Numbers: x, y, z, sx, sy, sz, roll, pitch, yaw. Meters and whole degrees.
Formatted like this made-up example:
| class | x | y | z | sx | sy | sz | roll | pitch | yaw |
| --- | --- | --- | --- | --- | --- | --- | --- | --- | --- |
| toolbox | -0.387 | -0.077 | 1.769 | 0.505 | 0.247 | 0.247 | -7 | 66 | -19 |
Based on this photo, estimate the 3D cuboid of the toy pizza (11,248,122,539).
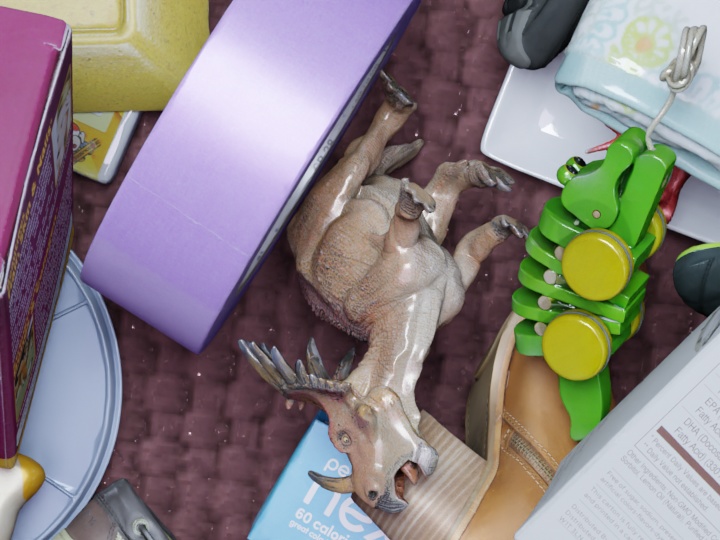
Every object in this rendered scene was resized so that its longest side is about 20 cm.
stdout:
| class | x | y | z | sx | sy | sz | roll | pitch | yaw |
| --- | --- | --- | --- | --- | --- | --- | --- | --- | --- |
| toy pizza | -0.213 | 0.055 | 1.377 | 0.199 | 0.032 | 0.201 | 0 | 92 | 1 |

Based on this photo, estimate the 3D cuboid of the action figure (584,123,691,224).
| class | x | y | z | sx | sy | sz | roll | pitch | yaw |
| --- | --- | --- | --- | --- | --- | --- | --- | --- | --- |
| action figure | 0.171 | -0.024 | 1.320 | 0.099 | 0.065 | 0.201 | -31 | 92 | -6 |

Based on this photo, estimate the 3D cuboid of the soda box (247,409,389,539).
| class | x | y | z | sx | sy | sz | roll | pitch | yaw |
| --- | --- | --- | --- | --- | --- | --- | --- | --- | --- |
| soda box | 0.049 | 0.145 | 1.357 | 0.199 | 0.064 | 0.068 | 31 | 93 | 1 |

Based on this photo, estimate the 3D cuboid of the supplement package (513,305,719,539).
| class | x | y | z | sx | sy | sz | roll | pitch | yaw |
| --- | --- | --- | --- | --- | --- | --- | --- | --- | --- |
| supplement package | 0.178 | 0.070 | 1.184 | 0.117 | 0.117 | 0.200 | 45 | 108 | 2 |

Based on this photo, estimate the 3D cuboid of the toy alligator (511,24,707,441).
| class | x | y | z | sx | sy | sz | roll | pitch | yaw |
| --- | --- | --- | --- | --- | --- | --- | --- | --- | --- |
| toy alligator | 0.101 | -0.021 | 1.241 | 0.054 | 0.059 | 0.201 | 20 | 117 | 16 |

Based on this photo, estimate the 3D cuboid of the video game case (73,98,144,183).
| class | x | y | z | sx | sy | sz | roll | pitch | yaw |
| --- | --- | --- | --- | --- | --- | --- | --- | --- | --- |
| video game case | -0.163 | -0.168 | 1.370 | 0.181 | 0.023 | 0.201 | 24 | 92 | 1 |

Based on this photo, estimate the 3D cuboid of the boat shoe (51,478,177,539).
| class | x | y | z | sx | sy | sz | roll | pitch | yaw |
| --- | --- | --- | --- | --- | --- | --- | --- | --- | --- |
| boat shoe | -0.059 | 0.178 | 1.356 | 0.200 | 0.073 | 0.065 | 40 | 91 | -6 |

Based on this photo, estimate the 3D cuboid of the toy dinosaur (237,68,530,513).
| class | x | y | z | sx | sy | sz | roll | pitch | yaw |
| --- | --- | --- | --- | --- | --- | --- | --- | --- | --- |
| toy dinosaur | 0.000 | 0.000 | 1.293 | 0.086 | 0.200 | 0.136 | 33 | 112 | -27 |

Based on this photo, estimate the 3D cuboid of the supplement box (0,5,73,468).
| class | x | y | z | sx | sy | sz | roll | pitch | yaw |
| --- | --- | --- | --- | --- | --- | --- | --- | --- | --- |
| supplement box | -0.186 | -0.015 | 1.241 | 0.103 | 0.200 | 0.132 | 12 | 64 | 0 |

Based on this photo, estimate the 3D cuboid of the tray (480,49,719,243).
| class | x | y | z | sx | sy | sz | roll | pitch | yaw |
| --- | --- | --- | --- | --- | --- | --- | --- | --- | --- |
| tray | 0.166 | -0.070 | 1.363 | 0.199 | 0.022 | 0.108 | 21 | 94 | 1 |

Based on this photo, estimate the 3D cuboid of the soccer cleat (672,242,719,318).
| class | x | y | z | sx | sy | sz | roll | pitch | yaw |
| --- | --- | --- | --- | --- | --- | --- | --- | --- | --- |
| soccer cleat | 0.227 | 0.045 | 1.257 | 0.199 | 0.068 | 0.081 | 22 | 66 | -7 |

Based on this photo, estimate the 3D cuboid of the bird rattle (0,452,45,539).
| class | x | y | z | sx | sy | sz | roll | pitch | yaw |
| --- | --- | --- | --- | --- | --- | --- | --- | --- | --- |
| bird rattle | -0.239 | 0.115 | 1.335 | 0.200 | 0.113 | 0.163 | 36 | 81 | 12 |

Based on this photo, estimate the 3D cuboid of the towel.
| class | x | y | z | sx | sy | sz | roll | pitch | yaw |
| --- | --- | --- | --- | --- | --- | --- | --- | --- | --- |
| towel | 0.206 | -0.109 | 1.280 | 0.199 | 0.048 | 0.172 | 28 | 77 | -8 |

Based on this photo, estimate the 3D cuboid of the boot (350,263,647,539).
| class | x | y | z | sx | sy | sz | roll | pitch | yaw |
| --- | --- | --- | --- | --- | --- | --- | --- | --- | --- |
| boot | 0.109 | 0.092 | 1.315 | 0.155 | 0.074 | 0.200 | 40 | 67 | 8 |

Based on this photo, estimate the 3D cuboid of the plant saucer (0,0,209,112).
| class | x | y | z | sx | sy | sz | roll | pitch | yaw |
| --- | --- | --- | --- | --- | --- | --- | --- | --- | --- |
| plant saucer | -0.172 | -0.173 | 1.335 | 0.199 | 0.048 | 0.201 | -2 | 93 | 2 |

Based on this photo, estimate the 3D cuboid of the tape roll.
| class | x | y | z | sx | sy | sz | roll | pitch | yaw |
| --- | --- | --- | --- | --- | --- | --- | --- | --- | --- |
| tape roll | -0.046 | -0.064 | 1.281 | 0.065 | 0.200 | 0.201 | 32 | 93 | -1 |

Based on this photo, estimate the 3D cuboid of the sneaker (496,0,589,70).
| class | x | y | z | sx | sy | sz | roll | pitch | yaw |
| --- | --- | --- | --- | --- | --- | --- | --- | --- | --- |
| sneaker | 0.142 | -0.162 | 1.321 | 0.079 | 0.075 | 0.200 | 41 | 80 | -8 |
